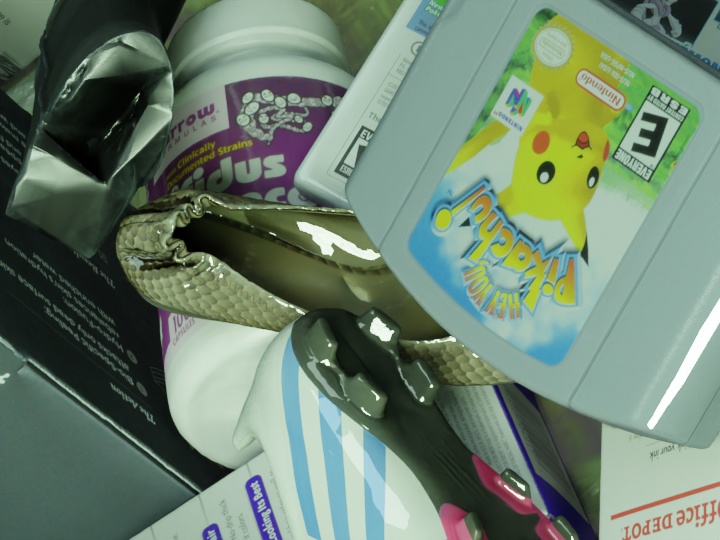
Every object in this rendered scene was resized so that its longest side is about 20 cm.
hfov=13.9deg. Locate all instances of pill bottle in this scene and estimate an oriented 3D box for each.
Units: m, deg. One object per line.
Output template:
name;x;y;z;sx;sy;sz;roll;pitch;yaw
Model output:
pill bottle;-0.036;-0.021;1.276;0.112;0.112;0.200;-26;48;19

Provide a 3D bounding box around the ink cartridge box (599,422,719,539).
ink cartridge box;0.143;0.051;1.075;0.116;0.067;0.200;153;123;-61

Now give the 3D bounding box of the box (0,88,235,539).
box;-0.158;0.034;1.266;0.117;0.197;0.200;-34;46;13

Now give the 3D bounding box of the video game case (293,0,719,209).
video game case;0.103;-0.063;1.201;0.200;0.022;0.182;29;77;14

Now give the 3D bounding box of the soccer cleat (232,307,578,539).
soccer cleat;0.023;0.104;1.102;0.200;0.070;0.086;54;129;26

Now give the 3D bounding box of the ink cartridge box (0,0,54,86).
ink cartridge box;-0.240;-0.147;1.492;0.200;0.146;0.084;-38;43;8

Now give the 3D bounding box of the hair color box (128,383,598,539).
hair color box;-0.009;0.123;1.189;0.200;0.065;0.109;-32;47;11

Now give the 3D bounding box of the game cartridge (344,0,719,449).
game cartridge;0.077;-0.027;1.067;0.200;0.040;0.134;39;108;44

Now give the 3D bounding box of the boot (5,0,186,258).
boot;-0.099;-0.110;1.227;0.200;0.066;0.165;-90;16;-74

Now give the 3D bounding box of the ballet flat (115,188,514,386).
ballet flat;0.000;0.000;1.154;0.200;0.046;0.067;10;64;12
